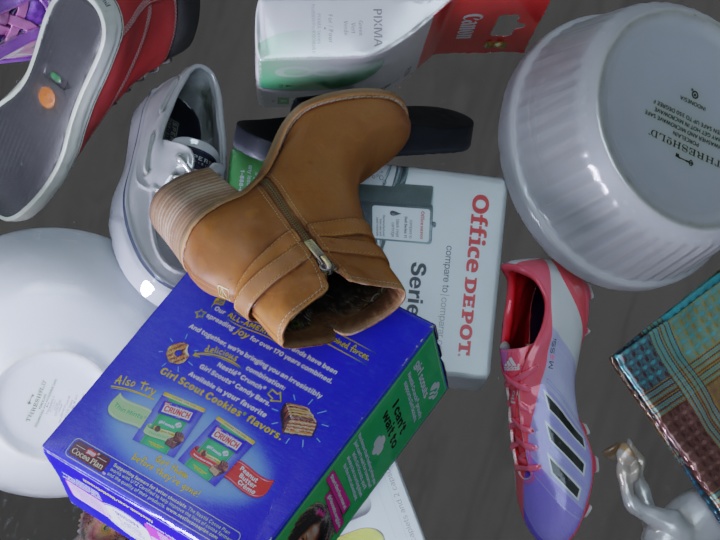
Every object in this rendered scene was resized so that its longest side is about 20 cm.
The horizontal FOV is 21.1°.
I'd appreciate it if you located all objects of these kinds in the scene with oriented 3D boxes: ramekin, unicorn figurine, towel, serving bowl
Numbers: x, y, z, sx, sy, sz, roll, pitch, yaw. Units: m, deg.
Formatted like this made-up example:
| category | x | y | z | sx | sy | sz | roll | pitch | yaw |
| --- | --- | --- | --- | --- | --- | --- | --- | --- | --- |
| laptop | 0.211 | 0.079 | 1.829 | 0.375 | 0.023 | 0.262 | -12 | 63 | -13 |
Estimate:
| category | x | y | z | sx | sy | sz | roll | pitch | yaw |
| --- | --- | --- | --- | --- | --- | --- | --- | --- | --- |
| ramekin | 0.203 | -0.093 | 1.341 | 0.201 | 0.094 | 0.205 | 7 | 74 | -26 |
| unicorn figurine | 0.227 | 0.173 | 1.356 | 0.199 | 0.074 | 0.138 | -29 | 86 | -6 |
| towel | 0.286 | 0.067 | 1.366 | 0.199 | 0.022 | 0.147 | -33 | 85 | -25 |
| serving bowl | -0.208 | 0.075 | 1.306 | 0.198 | 0.066 | 0.202 | -4 | 118 | -8 |

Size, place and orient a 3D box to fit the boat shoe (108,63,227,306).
| category | x | y | z | sx | sy | sz | roll | pitch | yaw |
| --- | --- | --- | --- | --- | --- | --- | --- | --- | --- |
| boat shoe | -0.126 | -0.064 | 1.323 | 0.073 | 0.065 | 0.201 | 23 | 41 | -30 |

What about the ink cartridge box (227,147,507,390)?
| category | x | y | z | sx | sy | sz | roll | pitch | yaw |
| --- | --- | --- | --- | --- | --- | --- | --- | --- | --- |
| ink cartridge box | 0.000 | 0.000 | 1.363 | 0.198 | 0.083 | 0.148 | 6 | 83 | -1 |

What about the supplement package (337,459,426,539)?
| category | x | y | z | sx | sy | sz | roll | pitch | yaw |
| --- | --- | --- | --- | --- | --- | --- | --- | --- | --- |
| supplement package | -0.003 | 0.221 | 1.300 | 0.110 | 0.156 | 0.202 | -21 | 85 | -4 |

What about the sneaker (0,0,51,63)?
| category | x | y | z | sx | sy | sz | roll | pitch | yaw |
| --- | --- | --- | --- | --- | --- | --- | --- | --- | --- |
| sneaker | -0.267 | -0.170 | 1.361 | 0.198 | 0.089 | 0.081 | -14 | 114 | -2 |

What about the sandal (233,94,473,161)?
| category | x | y | z | sx | sy | sz | roll | pitch | yaw |
| --- | --- | --- | --- | --- | --- | --- | --- | --- | --- |
| sandal | -0.007 | -0.105 | 1.347 | 0.199 | 0.076 | 0.043 | -10 | 116 | -39 |

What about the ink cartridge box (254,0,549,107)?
| category | x | y | z | sx | sy | sz | roll | pitch | yaw |
| --- | --- | --- | --- | --- | --- | --- | --- | --- | --- |
| ink cartridge box | 0.025 | -0.150 | 1.343 | 0.198 | 0.161 | 0.051 | 1 | 83 | -2 |

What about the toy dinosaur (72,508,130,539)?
| category | x | y | z | sx | sy | sz | roll | pitch | yaw |
| --- | --- | --- | --- | --- | --- | --- | --- | --- | --- |
| toy dinosaur | -0.131 | 0.214 | 1.304 | 0.086 | 0.136 | 0.200 | -40 | 89 | -7 |

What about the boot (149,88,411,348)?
| category | x | y | z | sx | sy | sz | roll | pitch | yaw |
| --- | --- | --- | --- | --- | --- | --- | --- | --- | --- |
| boot | -0.016 | -0.034 | 1.208 | 0.199 | 0.077 | 0.155 | -22 | 43 | -29 |

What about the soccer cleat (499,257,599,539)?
| category | x | y | z | sx | sy | sz | roll | pitch | yaw |
| --- | --- | --- | --- | --- | --- | --- | --- | --- | --- |
| soccer cleat | 0.124 | 0.091 | 1.356 | 0.076 | 0.066 | 0.202 | 14 | 75 | -41 |

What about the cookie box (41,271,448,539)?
| category | x | y | z | sx | sy | sz | roll | pitch | yaw |
| --- | --- | --- | --- | --- | --- | --- | --- | --- | --- |
| cookie box | -0.069 | 0.091 | 1.215 | 0.170 | 0.075 | 0.200 | 26 | 63 | 26 |

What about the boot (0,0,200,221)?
| category | x | y | z | sx | sy | sz | roll | pitch | yaw |
| --- | --- | --- | --- | --- | --- | --- | --- | --- | --- |
| boot | -0.188 | -0.125 | 1.379 | 0.072 | 0.144 | 0.201 | 42 | 121 | 13 |
